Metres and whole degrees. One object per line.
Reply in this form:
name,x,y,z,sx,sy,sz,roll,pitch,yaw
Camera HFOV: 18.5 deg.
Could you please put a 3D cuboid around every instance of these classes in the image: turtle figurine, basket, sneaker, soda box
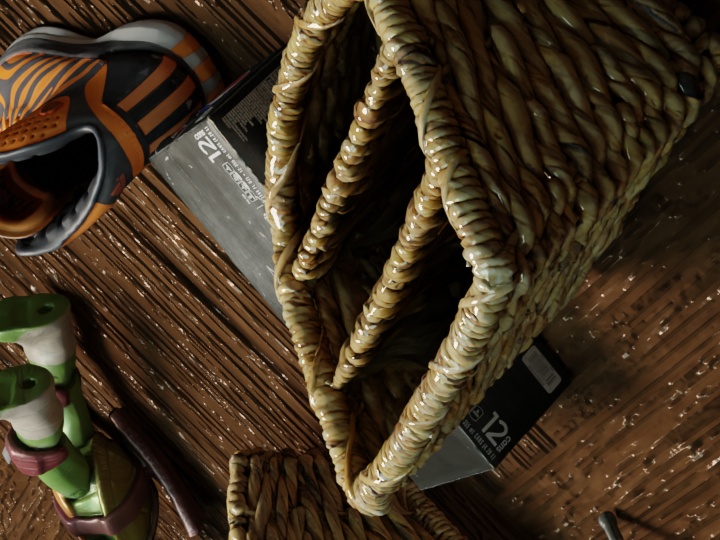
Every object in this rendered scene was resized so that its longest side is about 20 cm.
turtle figurine,-0.203,0.119,1.298,0.199,0.144,0.195,18,137,32
basket,0.002,0.188,1.170,0.148,0.143,0.201,-1,134,-3
sneaker,-0.158,-0.061,1.055,0.078,0.112,0.200,55,148,-15
basket,0.017,-0.033,0.824,0.143,0.149,0.200,40,150,8
soda box,0.000,0.000,0.983,0.200,0.063,0.071,51,150,-8

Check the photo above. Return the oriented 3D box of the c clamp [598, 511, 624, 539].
c clamp,0.173,0.230,1.025,0.171,0.027,0.201,-105,-11,-53
